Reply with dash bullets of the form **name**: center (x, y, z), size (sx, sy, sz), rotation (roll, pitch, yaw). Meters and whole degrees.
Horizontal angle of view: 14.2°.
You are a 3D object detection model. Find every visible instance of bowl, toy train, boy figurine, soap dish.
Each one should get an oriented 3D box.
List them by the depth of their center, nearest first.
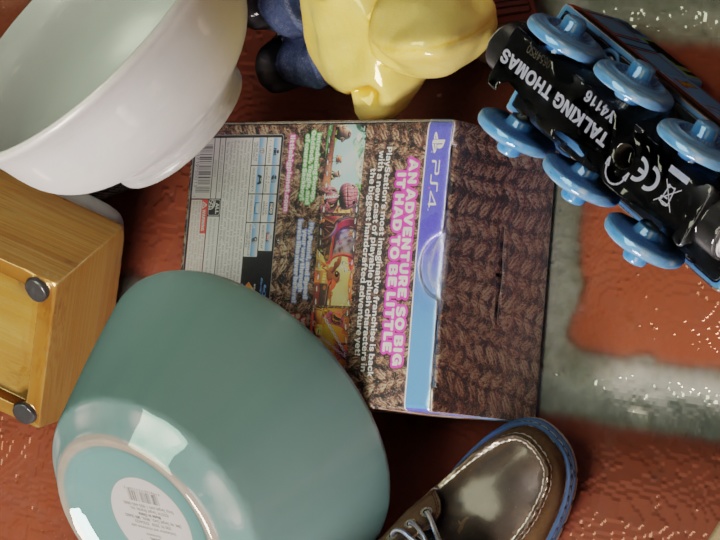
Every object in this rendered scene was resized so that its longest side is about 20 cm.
- **toy train**: center (0.150, -0.068, 1.517), size (0.200, 0.114, 0.087), rotation (43, 114, 36)
- **bowl**: center (-0.094, 0.111, 1.604), size (0.200, 0.105, 0.202), rotation (24, 134, 27)
- **boy figurine**: center (0.001, -0.141, 1.614), size (0.200, 0.064, 0.125), rotation (3, 113, 59)
- **bowl**: center (-0.132, -0.112, 1.664), size (0.201, 0.090, 0.202), rotation (-34, 29, 22)
- **soap dish**: center (-0.248, 0.000, 1.787), size (0.199, 0.081, 0.158), rotation (24, 134, 11)

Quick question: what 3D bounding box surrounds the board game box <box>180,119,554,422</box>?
- **board game box**: center (0.000, 0.000, 1.645), size (0.199, 0.097, 0.161), rotation (2, 85, 40)

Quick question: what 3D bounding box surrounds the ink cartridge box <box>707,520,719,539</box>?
- **ink cartridge box**: center (0.255, 0.189, 1.418), size (0.200, 0.075, 0.165), rotation (45, 111, 35)

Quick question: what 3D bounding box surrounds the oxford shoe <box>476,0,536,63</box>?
- **oxford shoe**: center (0.033, -0.172, 1.673), size (0.200, 0.070, 0.075), rotation (52, 135, 37)

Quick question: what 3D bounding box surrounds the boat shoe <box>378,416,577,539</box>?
- **boat shoe**: center (0.044, 0.164, 1.594), size (0.072, 0.072, 0.200), rotation (45, 115, 18)

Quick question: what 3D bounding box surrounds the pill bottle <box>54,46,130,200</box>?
- **pill bottle**: center (-0.215, -0.082, 1.832), size (0.199, 0.106, 0.107), rotation (-18, 73, 37)
